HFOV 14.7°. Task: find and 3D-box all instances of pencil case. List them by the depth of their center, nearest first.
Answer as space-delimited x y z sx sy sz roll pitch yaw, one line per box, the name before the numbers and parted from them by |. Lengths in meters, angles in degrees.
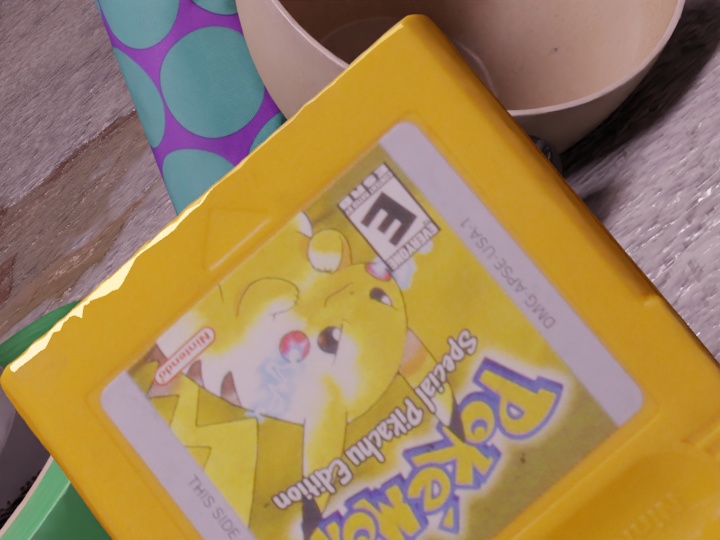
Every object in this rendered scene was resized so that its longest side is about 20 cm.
pencil case | -0.062 -0.087 1.311 0.092 0.201 0.085 -22 17 -2

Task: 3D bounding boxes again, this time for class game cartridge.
game cartridge | 0.014 0.052 0.828 0.176 0.200 0.032 -41 -20 5

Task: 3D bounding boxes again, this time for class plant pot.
plant pot | 0.030 -0.112 1.236 0.201 0.200 0.135 -54 -8 -35

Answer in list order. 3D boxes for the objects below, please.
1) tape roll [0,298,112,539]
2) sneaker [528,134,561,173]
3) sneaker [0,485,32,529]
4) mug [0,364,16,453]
tape roll | -0.144 0.103 1.087 0.200 0.048 0.201 -39 24 21
sneaker | 0.000 0.000 1.155 0.199 0.085 0.078 -33 19 27
sneaker | -0.172 0.113 1.309 0.199 0.074 0.079 -30 10 18
mug | -0.227 0.025 1.071 0.200 0.175 0.148 -43 22 11
